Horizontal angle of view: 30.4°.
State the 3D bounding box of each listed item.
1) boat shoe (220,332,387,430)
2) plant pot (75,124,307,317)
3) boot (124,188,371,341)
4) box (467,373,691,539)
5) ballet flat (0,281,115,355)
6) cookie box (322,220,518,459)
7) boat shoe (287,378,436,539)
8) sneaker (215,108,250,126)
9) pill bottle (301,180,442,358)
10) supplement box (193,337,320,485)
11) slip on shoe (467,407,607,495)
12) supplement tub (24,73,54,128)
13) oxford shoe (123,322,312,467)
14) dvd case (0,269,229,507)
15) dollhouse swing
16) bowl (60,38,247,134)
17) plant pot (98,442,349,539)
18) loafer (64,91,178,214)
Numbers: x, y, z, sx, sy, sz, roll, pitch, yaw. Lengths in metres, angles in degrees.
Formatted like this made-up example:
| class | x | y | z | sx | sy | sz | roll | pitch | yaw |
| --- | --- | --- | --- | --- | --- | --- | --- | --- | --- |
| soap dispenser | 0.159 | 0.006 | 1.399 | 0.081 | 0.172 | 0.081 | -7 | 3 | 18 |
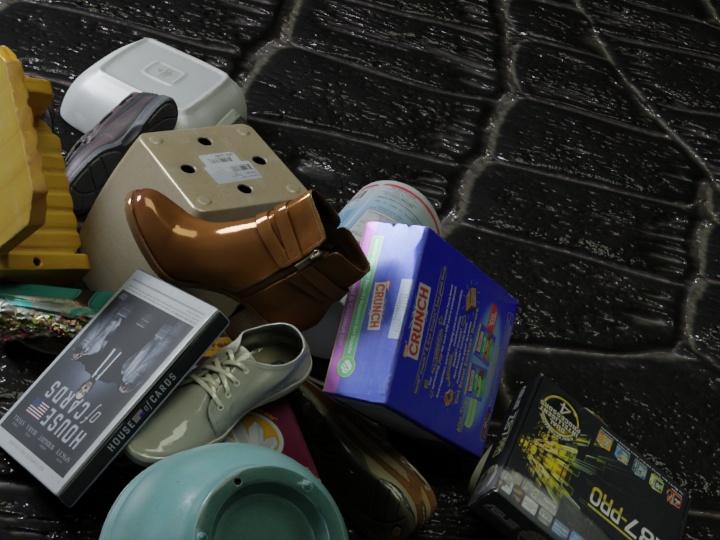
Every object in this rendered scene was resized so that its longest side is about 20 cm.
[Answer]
| class | x | y | z | sx | sy | sz | roll | pitch | yaw |
| --- | --- | --- | --- | --- | --- | --- | --- | --- | --- |
| boat shoe | -0.054 | 0.098 | 1.318 | 0.199 | 0.071 | 0.063 | 23 | 45 | -3 |
| plant pot | -0.159 | -0.038 | 1.364 | 0.199 | 0.178 | 0.200 | -10 | 43 | -36 |
| boot | -0.101 | -0.027 | 1.181 | 0.200 | 0.155 | 0.077 | 50 | 31 | -9 |
| box | 0.208 | 0.215 | 1.236 | 0.200 | 0.049 | 0.161 | 40 | 46 | -6 |
| ballet flat | -0.262 | 0.051 | 1.260 | 0.199 | 0.064 | 0.076 | 7 | 18 | 10 |
| cookie box | 0.062 | 0.069 | 1.257 | 0.075 | 0.172 | 0.200 | 4 | -19 | 33 |
| boat shoe | -0.008 | 0.174 | 1.247 | 0.074 | 0.076 | 0.200 | -14 | 53 | -49 |
| sneaker | -0.158 | -0.100 | 1.543 | 0.106 | 0.075 | 0.200 | 40 | 48 | -7 |
| pill bottle | 0.000 | 0.000 | 1.328 | 0.108 | 0.109 | 0.200 | 27 | 40 | 11 |
| supplement box | -0.121 | 0.155 | 1.196 | 0.110 | 0.086 | 0.200 | 1 | 38 | -25 |
| slip on shoe | 0.187 | 0.190 | 1.316 | 0.061 | 0.076 | 0.200 | 35 | 29 | 33 |
| supplement tub | -0.396 | -0.128 | 1.431 | 0.106 | 0.107 | 0.200 | 12 | 35 | -11 |
| oxford shoe | -0.121 | 0.101 | 1.137 | 0.200 | 0.058 | 0.075 | -30 | 56 | -34 |
| dvd case | -0.218 | 0.094 | 1.137 | 0.200 | 0.025 | 0.150 | -49 | 37 | -15 |
| dollhouse swing | -0.306 | -0.104 | 1.277 | 0.181 | 0.175 | 0.201 | -1 | 73 | -52 |
| bowl | -0.252 | -0.216 | 1.657 | 0.199 | 0.075 | 0.200 | 26 | 36 | 11 |
| plant pot | -0.089 | 0.220 | 1.007 | 0.199 | 0.134 | 0.201 | 9 | 68 | -22 |
| loafer | -0.291 | -0.138 | 1.516 | 0.063 | 0.072 | 0.200 | 23 | 51 | 24 |
